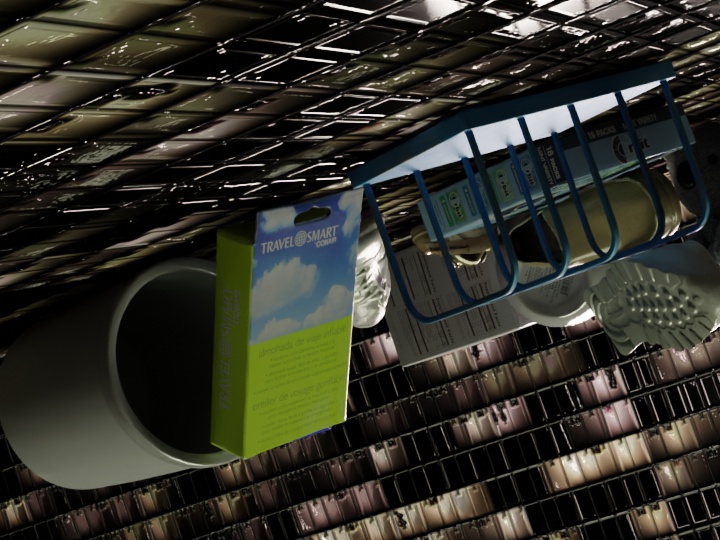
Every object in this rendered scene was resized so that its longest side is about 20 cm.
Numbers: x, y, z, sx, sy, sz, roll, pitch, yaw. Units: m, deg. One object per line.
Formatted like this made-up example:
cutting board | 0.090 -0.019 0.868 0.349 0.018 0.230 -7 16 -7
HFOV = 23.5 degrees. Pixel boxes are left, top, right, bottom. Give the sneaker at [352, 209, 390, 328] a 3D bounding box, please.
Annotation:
sneaker | 0.000 0.000 1.567 0.075 0.100 0.200 -17 176 6

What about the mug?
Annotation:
mug | 0.229 -0.035 1.883 0.200 0.147 0.175 -63 175 19

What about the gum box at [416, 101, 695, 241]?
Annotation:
gum box | 0.177 -0.089 1.585 0.170 0.045 0.200 -17 175 -38

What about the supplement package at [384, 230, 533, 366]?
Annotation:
supplement package | 0.148 0.020 2.294 0.200 0.151 0.152 -21 175 38

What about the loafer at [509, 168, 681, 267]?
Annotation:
loafer | 0.210 -0.037 1.585 0.067 0.076 0.200 -26 -179 -38

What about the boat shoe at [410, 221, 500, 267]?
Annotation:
boat shoe | 0.108 -0.033 1.926 0.072 0.065 0.200 -18 177 -16

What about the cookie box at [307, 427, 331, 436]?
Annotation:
cookie box | -0.150 0.109 1.784 0.200 0.075 0.171 35 142 -31

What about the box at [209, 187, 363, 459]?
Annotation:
box | -0.058 0.035 1.344 0.048 0.200 0.122 20 -155 38

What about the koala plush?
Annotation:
koala plush | 0.400 -0.073 1.912 0.184 0.200 0.177 7 156 -38

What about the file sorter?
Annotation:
file sorter | 0.123 -0.053 1.208 0.200 0.123 0.139 -17 177 -35

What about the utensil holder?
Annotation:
utensil holder | -0.189 0.091 1.442 0.170 0.170 0.200 -16 179 -42

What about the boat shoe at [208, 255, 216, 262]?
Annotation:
boat shoe | -0.110 0.019 1.507 0.200 0.069 0.072 -22 176 39

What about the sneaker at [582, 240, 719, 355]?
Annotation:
sneaker | 0.221 0.008 1.218 0.080 0.077 0.200 -30 -177 -10
